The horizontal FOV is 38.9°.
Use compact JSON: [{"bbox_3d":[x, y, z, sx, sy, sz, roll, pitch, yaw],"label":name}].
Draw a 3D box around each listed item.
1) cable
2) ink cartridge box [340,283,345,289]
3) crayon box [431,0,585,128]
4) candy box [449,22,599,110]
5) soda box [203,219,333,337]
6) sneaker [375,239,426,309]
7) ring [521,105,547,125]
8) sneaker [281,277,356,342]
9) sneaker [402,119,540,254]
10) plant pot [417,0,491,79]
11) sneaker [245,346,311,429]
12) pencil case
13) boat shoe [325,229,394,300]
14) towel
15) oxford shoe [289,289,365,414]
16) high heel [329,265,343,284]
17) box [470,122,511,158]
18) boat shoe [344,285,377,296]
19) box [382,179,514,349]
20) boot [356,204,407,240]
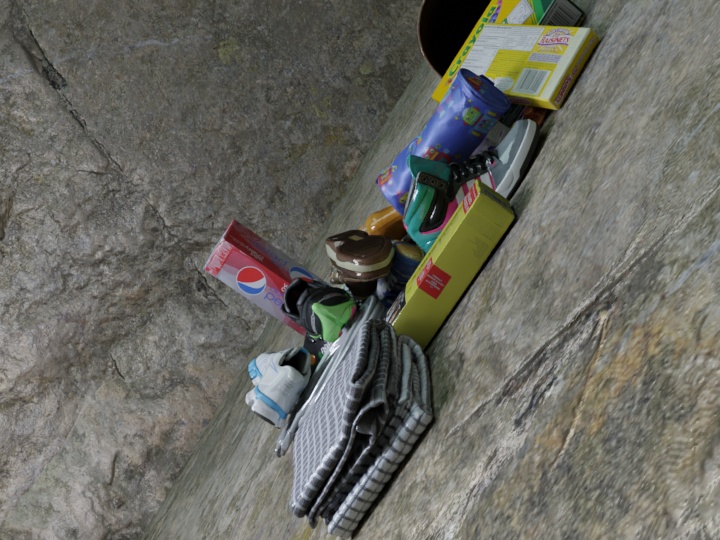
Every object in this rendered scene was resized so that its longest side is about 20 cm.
[{"bbox_3d":[-0.016,0.131,1.244,0.201,0.069,0.201,-56,4,38],"label":"cable"},{"bbox_3d":[-0.015,0.074,1.528,0.105,0.059,0.201,-55,8,21],"label":"ink cartridge box"},{"bbox_3d":[0.200,-0.297,1.419,0.202,0.058,0.173,-57,27,8],"label":"crayon box"},{"bbox_3d":[0.197,-0.256,1.262,0.103,0.026,0.199,-57,34,-6],"label":"candy box"},{"bbox_3d":[-0.127,0.015,1.495,0.064,0.198,0.070,-51,9,27],"label":"soda box"},{"bbox_3d":[0.061,0.010,1.310,0.200,0.074,0.090,-171,98,-86],"label":"sneaker"},{"bbox_3d":[0.162,-0.198,1.301,0.199,0.019,0.203,-33,39,32],"label":"ring"},{"bbox_3d":[-0.058,0.040,1.291,0.077,0.083,0.200,-56,8,-8],"label":"sneaker"},{"bbox_3d":[0.113,-0.112,1.190,0.202,0.120,0.084,-57,7,6],"label":"sneaker"},{"bbox_3d":[0.191,-0.367,1.605,0.189,0.185,0.200,-56,-6,8],"label":"plant pot"},{"bbox_3d":[-0.095,0.133,1.311,0.087,0.075,0.200,-51,12,5],"label":"sneaker"},{"bbox_3d":[0.100,-0.156,1.257,0.201,0.077,0.087,-51,13,31],"label":"pencil case"},{"bbox_3d":[0.006,-0.002,1.275,0.073,0.076,0.202,-15,12,-6],"label":"boat shoe"},{"bbox_3d":[-0.006,0.155,1.042,0.167,0.085,0.200,-57,7,16],"label":"towel"},{"bbox_3d":[-0.034,0.110,1.400,0.073,0.083,0.202,49,118,38],"label":"oxford shoe"},{"bbox_3d":[-0.022,0.000,1.803,0.142,0.072,0.200,-42,0,44],"label":"high heel"},{"bbox_3d":[0.141,-0.129,1.390,0.200,0.038,0.042,-50,12,51],"label":"box"},{"bbox_3d":[0.022,-0.007,1.472,0.200,0.071,0.072,-61,-14,-79],"label":"boat shoe"},{"bbox_3d":[0.094,0.001,1.131,0.202,0.050,0.075,-56,6,17],"label":"box"},{"bbox_3d":[0.067,-0.073,1.595,0.143,0.072,0.201,-31,-6,23],"label":"boot"}]
